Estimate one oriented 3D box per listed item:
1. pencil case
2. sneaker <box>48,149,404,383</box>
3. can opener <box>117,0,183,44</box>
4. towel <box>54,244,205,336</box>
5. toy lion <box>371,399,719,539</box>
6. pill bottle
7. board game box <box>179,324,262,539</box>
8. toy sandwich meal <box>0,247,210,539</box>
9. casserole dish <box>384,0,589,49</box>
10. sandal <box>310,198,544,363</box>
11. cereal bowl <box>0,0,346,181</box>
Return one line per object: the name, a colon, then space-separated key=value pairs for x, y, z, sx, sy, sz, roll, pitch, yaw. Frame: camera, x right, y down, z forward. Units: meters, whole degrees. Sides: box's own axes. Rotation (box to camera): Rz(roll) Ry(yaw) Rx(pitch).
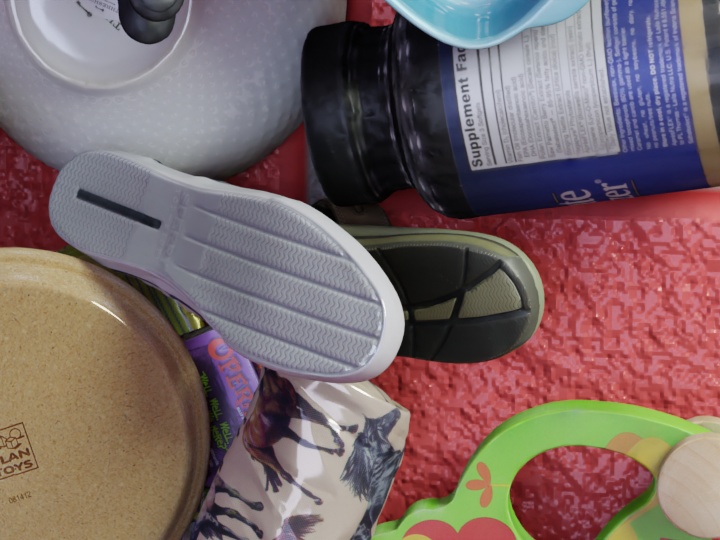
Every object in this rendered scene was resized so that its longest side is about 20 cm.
pencil case: x=-0.045 y=0.128 z=1.056 sx=0.089 sy=0.078 sz=0.200 roll=23 pitch=91 yaw=28
sneaker: x=-0.050 y=-0.006 z=1.038 sx=0.200 sy=0.071 sz=0.073 roll=29 pitch=98 yaw=34
can opener: x=-0.083 y=-0.194 z=0.978 sx=0.079 sy=0.063 sz=0.200 roll=5 pitch=68 yaw=-2
towel: x=-0.125 y=0.081 z=1.156 sx=0.144 sy=0.023 sz=0.200 roll=-27 pitch=90 yaw=14
toy lion: x=0.079 y=0.156 z=1.079 sx=0.192 sy=0.069 sz=0.200 roll=10 pitch=98 yaw=5
pill bottle: x=0.080 y=-0.083 z=1.041 sx=0.200 sy=0.112 sz=0.112 roll=-7 pitch=94 yaw=15
board game box: x=-0.073 y=0.133 z=1.123 sx=0.120 sy=0.032 sz=0.200 roll=-21 pitch=97 yaw=16
toy sandwich meal: x=-0.171 y=0.074 z=1.080 sx=0.205 sy=0.070 sz=0.205 roll=-2 pitch=101 yaw=-8
casserole dish: x=0.024 y=-0.185 z=0.970 sx=0.200 sy=0.039 sz=0.121 roll=42 pitch=101 yaw=-8
sandal: x=0.001 y=0.001 z=1.095 sx=0.201 sy=0.057 sz=0.080 roll=11 pitch=121 yaw=27
cereal bowl: x=-0.112 y=-0.134 z=1.097 sx=0.200 sy=0.083 sz=0.200 roll=2 pitch=97 yaw=15
